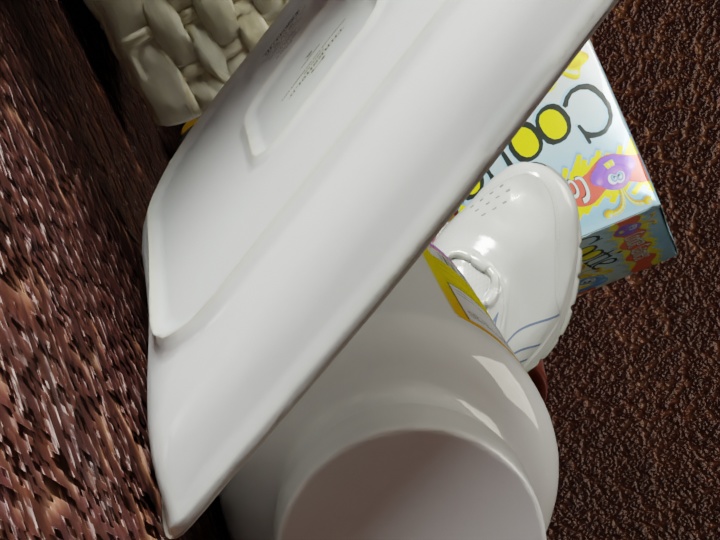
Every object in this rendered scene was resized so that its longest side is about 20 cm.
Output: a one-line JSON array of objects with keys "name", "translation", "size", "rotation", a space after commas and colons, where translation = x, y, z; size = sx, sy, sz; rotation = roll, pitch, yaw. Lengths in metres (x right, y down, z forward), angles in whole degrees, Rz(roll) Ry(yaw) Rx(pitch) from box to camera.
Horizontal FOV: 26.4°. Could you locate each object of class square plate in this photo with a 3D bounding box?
[{"name": "square plate", "translation": [-0.006, -0.050, 0.431], "size": [0.028, 0.200, 0.198], "rotation": [35, 12, -19]}]

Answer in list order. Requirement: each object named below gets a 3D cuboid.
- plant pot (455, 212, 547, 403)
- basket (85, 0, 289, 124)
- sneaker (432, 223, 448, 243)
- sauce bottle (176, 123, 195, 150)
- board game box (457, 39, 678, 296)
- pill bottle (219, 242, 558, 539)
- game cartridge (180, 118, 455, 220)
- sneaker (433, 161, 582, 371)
[{"name": "plant pot", "translation": [0.032, 0.018, 1.044], "size": [0.201, 0.200, 0.195], "rotation": [66, 9, -52]}, {"name": "basket", "translation": [-0.070, -0.178, 0.640], "size": [0.123, 0.135, 0.200], "rotation": [-105, 173, -58]}, {"name": "sneaker", "translation": [0.017, -0.001, 0.794], "size": [0.200, 0.088, 0.081], "rotation": [14, 46, -51]}, {"name": "sauce bottle", "translation": [-0.037, -0.092, 0.856], "size": [0.200, 0.066, 0.066], "rotation": [-45, 116, -54]}, {"name": "board game box", "translation": [0.093, -0.091, 0.881], "size": [0.105, 0.103, 0.200], "rotation": [42, 27, -68]}, {"name": "pill bottle", "translation": [0.004, 0.051, 0.502], "size": [0.200, 0.104, 0.104], "rotation": [-110, 177, -75]}, {"name": "game cartridge", "translation": [0.000, 0.000, 0.886], "size": [0.176, 0.032, 0.200], "rotation": [4, 55, -42]}, {"name": "sneaker", "translation": [0.038, 0.038, 0.706], "size": [0.074, 0.200, 0.087], "rotation": [30, 0, 17]}]
